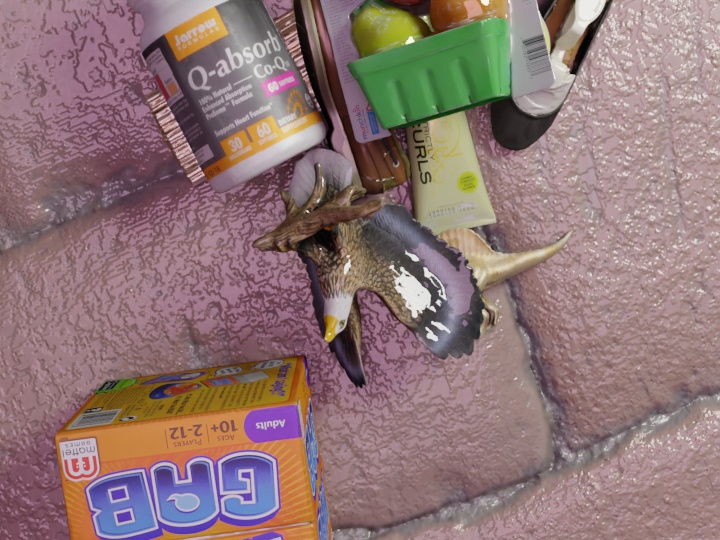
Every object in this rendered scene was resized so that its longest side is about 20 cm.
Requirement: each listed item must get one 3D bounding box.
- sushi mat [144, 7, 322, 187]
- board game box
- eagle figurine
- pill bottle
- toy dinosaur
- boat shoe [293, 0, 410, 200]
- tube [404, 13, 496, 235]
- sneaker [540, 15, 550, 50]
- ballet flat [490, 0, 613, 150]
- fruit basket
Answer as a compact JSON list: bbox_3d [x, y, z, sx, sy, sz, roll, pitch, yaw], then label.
[{"bbox_3d":[-0.095,-0.167,1.102,0.199,0.012,0.096,-30,97,3],"label":"sushi mat"},{"bbox_3d":[-0.135,0.202,1.052,0.198,0.200,0.202,-8,97,1],"label":"board game box"},{"bbox_3d":[-0.003,0.007,1.048,0.151,0.151,0.200,-53,135,-5],"label":"eagle figurine"},{"bbox_3d":[-0.121,-0.179,1.036,0.116,0.116,0.201,-27,96,3],"label":"pill bottle"},{"bbox_3d":[0.104,0.010,1.104,0.198,0.058,0.102,-3,96,-1],"label":"toy dinosaur"},{"bbox_3d":[-0.008,-0.165,1.068,0.067,0.072,0.201,-17,109,-4],"label":"boat shoe"},{"bbox_3d":[0.070,-0.133,1.093,0.058,0.052,0.202,0,106,44],"label":"tube"},{"bbox_3d":[0.099,-0.256,1.026,0.078,0.090,0.201,-29,74,-3],"label":"sneaker"},{"bbox_3d":[0.175,-0.202,1.074,0.068,0.068,0.201,25,96,-5],"label":"ballet flat"},{"bbox_3d":[0.054,-0.224,0.984,0.184,0.094,0.202,-14,86,25],"label":"fruit basket"}]
